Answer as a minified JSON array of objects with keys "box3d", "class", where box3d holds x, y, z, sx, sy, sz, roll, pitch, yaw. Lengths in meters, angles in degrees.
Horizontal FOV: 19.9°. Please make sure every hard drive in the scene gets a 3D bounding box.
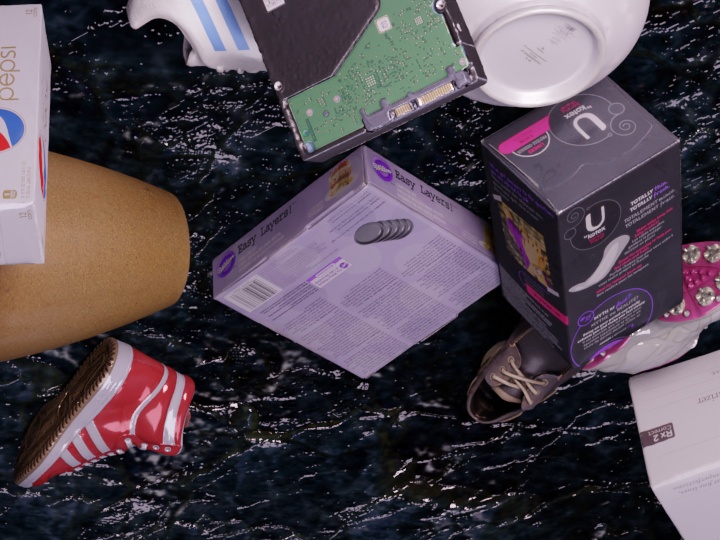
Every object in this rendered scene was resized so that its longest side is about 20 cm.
[{"box3d":[-0.011,-0.192,1.409,0.139,0.201,0.038,-25,171,20],"class":"hard drive"}]

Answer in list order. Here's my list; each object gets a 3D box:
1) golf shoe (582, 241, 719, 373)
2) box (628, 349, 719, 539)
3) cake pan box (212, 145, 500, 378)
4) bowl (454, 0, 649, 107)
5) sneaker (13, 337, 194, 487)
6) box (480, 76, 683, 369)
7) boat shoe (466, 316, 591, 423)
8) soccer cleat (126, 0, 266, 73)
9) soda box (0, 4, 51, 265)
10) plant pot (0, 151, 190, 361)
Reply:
[{"box3d":[0.277,0.035,1.812,0.200,0.076,0.091,-28,145,35],"class":"golf shoe"},{"box3d":[0.383,0.171,1.932,0.198,0.131,0.200,-20,139,15],"class":"box"},{"box3d":[0.000,0.000,1.743,0.184,0.052,0.200,30,128,-33],"class":"cake pan box"},{"box3d":[0.120,-0.179,1.450,0.200,0.091,0.201,-4,142,-3],"class":"bowl"},{"box3d":[-0.230,0.148,1.873,0.112,0.071,0.200,24,130,-27],"class":"sneaker"},{"box3d":[0.181,-0.039,1.646,0.122,0.106,0.200,-31,143,-16],"class":"box"},{"box3d":[0.150,0.089,1.801,0.074,0.073,0.200,34,152,1],"class":"boat shoe"},{"box3d":[-0.079,-0.175,1.504,0.200,0.070,0.086,26,115,-22],"class":"soccer cleat"},{"box3d":[-0.258,-0.099,1.472,0.063,0.200,0.068,-3,140,-4],"class":"soda box"},{"box3d":[-0.242,-0.014,1.613,0.199,0.187,0.187,0,142,-28],"class":"plant pot"}]
